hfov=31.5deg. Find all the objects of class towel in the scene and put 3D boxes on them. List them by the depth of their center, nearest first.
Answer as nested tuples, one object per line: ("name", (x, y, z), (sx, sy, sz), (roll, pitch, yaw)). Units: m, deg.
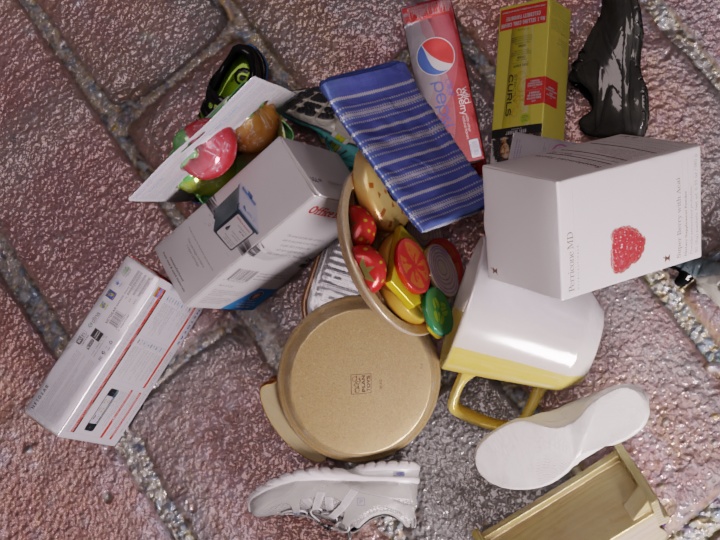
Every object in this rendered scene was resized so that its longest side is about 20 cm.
("towel", (0.053, -0.138, 1.377), (0.201, 0.144, 0.024), (56, 131, 12))

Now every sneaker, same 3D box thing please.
("sneaker", (0.221, 0.177, 1.381), (0.198, 0.088, 0.076), (-23, 89, 15))
("sneaker", (-0.029, 0.259, 1.409), (0.196, 0.075, 0.083), (-8, 77, 7))
("sneaker", (0.281, -0.247, 1.460), (0.089, 0.076, 0.204), (-4, 76, 16))
("sneaker", (-0.021, -0.154, 1.485), (0.199, 0.081, 0.077), (31, 45, 29))
("sneaker", (-0.170, -0.178, 1.511), (0.070, 0.083, 0.202), (21, 85, 12))

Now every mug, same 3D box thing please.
("mug", (0.175, 0.069, 1.397), (0.151, 0.188, 0.151), (18, 49, -1))

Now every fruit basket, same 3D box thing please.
("fruit basket", (-0.155, -0.141, 1.379), (0.185, 0.200, 0.094), (-42, 78, 11))

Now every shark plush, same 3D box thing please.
("shark plush", (0.421, 0.011, 1.410), (0.197, 0.091, 0.084), (11, 60, 32))

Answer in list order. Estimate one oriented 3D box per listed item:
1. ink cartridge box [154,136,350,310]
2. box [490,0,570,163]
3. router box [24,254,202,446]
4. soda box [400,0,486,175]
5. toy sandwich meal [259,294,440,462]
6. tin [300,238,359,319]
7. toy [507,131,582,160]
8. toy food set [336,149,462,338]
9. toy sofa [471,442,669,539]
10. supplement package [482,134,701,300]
("ink cartridge box", (-0.105, -0.047, 1.416), (0.199, 0.146, 0.086), (-40, 71, 18))
("box", (0.195, -0.204, 1.461), (0.074, 0.050, 0.204), (-2, 77, 41))
("router box", (-0.269, 0.095, 1.426), (0.048, 0.180, 0.202), (32, 85, 13))
("soda box", (0.097, -0.208, 1.480), (0.062, 0.070, 0.203), (-12, 79, 8))
("toy sandwich meal", (-0.008, 0.123, 1.421), (0.201, 0.070, 0.209), (-1, 98, -8))
("tin", (0.000, 0.000, 1.475), (0.110, 0.042, 0.203), (16, 82, 7))
("toy", (0.238, -0.082, 1.411), (0.197, 0.047, 0.117), (8, 99, -18))
("toy food set", (0.045, -0.026, 1.377), (0.048, 0.198, 0.202), (-23, 38, 31))
("toy sofa", (0.226, 0.282, 1.371), (0.198, 0.098, 0.083), (-32, 51, 2))
("supplement package", (0.237, -0.058, 1.299), (0.198, 0.119, 0.123), (-15, 109, -31))
